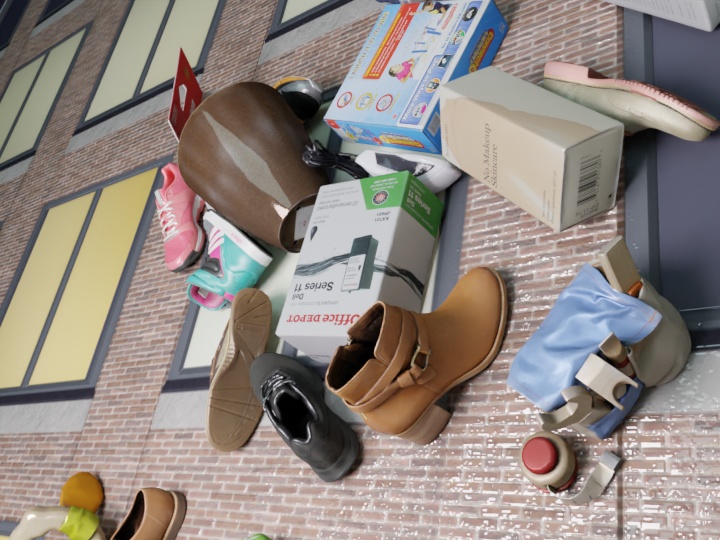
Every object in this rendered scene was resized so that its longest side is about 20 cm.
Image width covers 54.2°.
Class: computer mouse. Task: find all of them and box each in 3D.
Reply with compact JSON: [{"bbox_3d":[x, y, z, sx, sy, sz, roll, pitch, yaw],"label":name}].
[{"bbox_3d":[0.030,-0.121,0.868,0.197,0.109,0.045,15,90,36],"label":"computer mouse"}]

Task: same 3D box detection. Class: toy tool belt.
[{"bbox_3d":[0.176,0.079,0.580,0.124,0.123,0.202,31,86,47],"label":"toy tool belt"}]

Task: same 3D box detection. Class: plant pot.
[{"bbox_3d":[-0.120,-0.122,0.951,0.187,0.186,0.200,-47,57,5],"label":"plant pot"}]

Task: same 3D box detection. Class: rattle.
[{"bbox_3d":[-0.407,0.393,0.930,0.142,0.128,0.204,18,102,57],"label":"rattle"}]

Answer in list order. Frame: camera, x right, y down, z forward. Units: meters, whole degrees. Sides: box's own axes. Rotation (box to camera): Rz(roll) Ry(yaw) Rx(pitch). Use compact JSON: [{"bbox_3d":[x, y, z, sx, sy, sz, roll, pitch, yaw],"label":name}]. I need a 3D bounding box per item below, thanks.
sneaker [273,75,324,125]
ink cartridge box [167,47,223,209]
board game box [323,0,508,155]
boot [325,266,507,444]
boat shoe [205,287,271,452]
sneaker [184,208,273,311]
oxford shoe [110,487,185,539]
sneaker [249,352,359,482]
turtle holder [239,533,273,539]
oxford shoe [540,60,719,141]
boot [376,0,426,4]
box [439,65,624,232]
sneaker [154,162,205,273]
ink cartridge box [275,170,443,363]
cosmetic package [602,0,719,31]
[{"bbox_3d":[-0.128,-0.223,1.084,0.199,0.078,0.078,-30,45,38],"label":"sneaker"},{"bbox_3d":[-0.236,-0.220,1.087,0.044,0.178,0.202,-10,47,4],"label":"ink cartridge box"},{"bbox_3d":[0.070,-0.263,0.946,0.194,0.056,0.202,18,77,46],"label":"board game box"},{"bbox_3d":[0.055,0.059,0.675,0.076,0.155,0.202,28,83,47],"label":"boot"},{"bbox_3d":[-0.157,0.127,0.895,0.072,0.071,0.204,147,131,-64],"label":"boat shoe"},{"bbox_3d":[-0.203,-0.008,1.006,0.122,0.083,0.199,-55,33,-1],"label":"sneaker"},{"bbox_3d":[-0.281,0.358,0.839,0.070,0.071,0.204,0,65,39],"label":"oxford shoe"},{"bbox_3d":[-0.077,0.143,0.783,0.076,0.091,0.199,-48,42,-6],"label":"sneaker"},{"bbox_3d":[-0.157,0.351,0.686,0.131,0.139,0.189,-5,68,58],"label":"turtle holder"},{"bbox_3d":[0.262,-0.156,0.715,0.199,0.070,0.075,36,114,47],"label":"oxford shoe"},{"bbox_3d":[0.090,-0.494,1.066,0.090,0.073,0.202,26,82,41],"label":"boot"},{"bbox_3d":[0.169,-0.133,0.731,0.077,0.096,0.200,-23,38,-19],"label":"box"},{"bbox_3d":[-0.302,-0.088,1.135,0.073,0.086,0.203,-25,49,27],"label":"sneaker"},{"bbox_3d":[0.000,0.000,0.815,0.145,0.083,0.204,-4,62,40],"label":"ink cartridge box"},{"bbox_3d":[0.319,-0.387,0.728,0.165,0.165,0.200,-48,43,2],"label":"cosmetic package"}]
